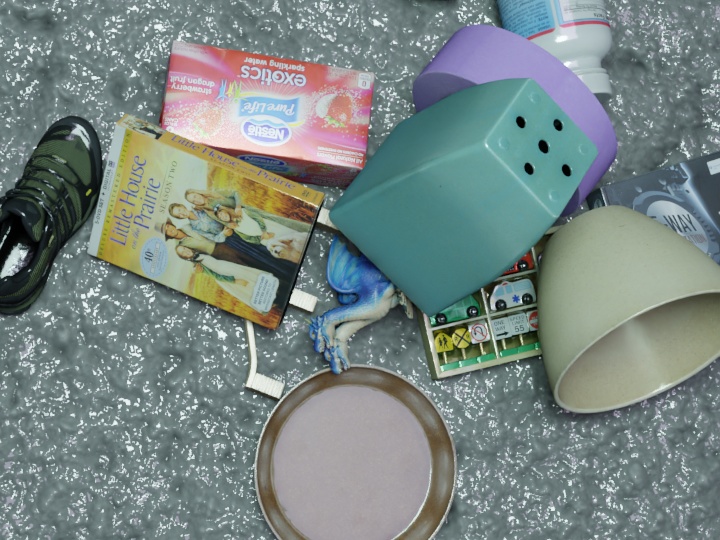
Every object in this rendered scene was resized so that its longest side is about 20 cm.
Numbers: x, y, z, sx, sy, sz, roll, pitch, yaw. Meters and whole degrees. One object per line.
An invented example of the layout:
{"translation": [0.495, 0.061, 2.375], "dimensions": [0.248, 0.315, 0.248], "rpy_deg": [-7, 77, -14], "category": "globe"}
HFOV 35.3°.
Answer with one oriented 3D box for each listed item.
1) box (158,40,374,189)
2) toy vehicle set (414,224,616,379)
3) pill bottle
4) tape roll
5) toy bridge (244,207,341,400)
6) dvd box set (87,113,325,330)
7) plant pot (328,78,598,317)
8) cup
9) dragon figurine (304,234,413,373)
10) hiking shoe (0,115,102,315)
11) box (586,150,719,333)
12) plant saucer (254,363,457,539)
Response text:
{"translation": [-0.093, -0.149, 1.102], "dimensions": [0.199, 0.095, 0.100], "rpy_deg": [8, 81, -10], "category": "box"}
{"translation": [0.155, 0.029, 1.162], "dimensions": [0.199, 0.027, 0.125], "rpy_deg": [-12, 84, -13], "category": "toy vehicle set"}
{"translation": [0.199, -0.268, 1.173], "dimensions": [0.108, 0.109, 0.201], "rpy_deg": [-10, 84, -13], "category": "pill bottle"}
{"translation": [0.147, -0.142, 1.097], "dimensions": [0.200, 0.200, 0.066], "rpy_deg": [41, 77, -3], "category": "tape roll"}
{"translation": [-0.076, 0.023, 1.116], "dimensions": [0.067, 0.027, 0.201], "rpy_deg": [21, 79, -6], "category": "toy bridge"}
{"translation": [-0.146, -0.043, 1.050], "dimensions": [0.199, 0.029, 0.147], "rpy_deg": [23, 120, 2], "category": "dvd box set"}
{"translation": [0.100, -0.075, 1.000], "dimensions": [0.141, 0.200, 0.142], "rpy_deg": [44, 59, -12], "category": "plant pot"}
{"translation": [0.248, 0.024, 1.085], "dimensions": [0.199, 0.201, 0.144], "rpy_deg": [-15, 58, -13], "category": "cup"}
{"translation": [0.000, 0.000, 1.107], "dimensions": [0.099, 0.059, 0.201], "rpy_deg": [-4, 64, 14], "category": "dragon figurine"}
{"translation": [-0.293, -0.056, 1.045], "dimensions": [0.075, 0.101, 0.201], "rpy_deg": [21, 78, -8], "category": "hiking shoe"}
{"translation": [0.359, -0.036, 1.204], "dimensions": [0.199, 0.044, 0.161], "rpy_deg": [-16, 86, -13], "category": "box"}
{"translation": [-0.006, 0.193, 1.101], "dimensions": [0.199, 0.034, 0.201], "rpy_deg": [2, 80, -11], "category": "plant saucer"}
